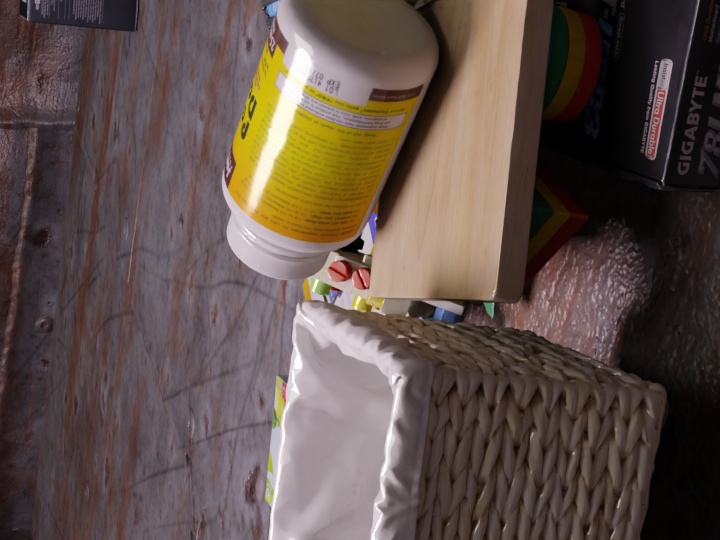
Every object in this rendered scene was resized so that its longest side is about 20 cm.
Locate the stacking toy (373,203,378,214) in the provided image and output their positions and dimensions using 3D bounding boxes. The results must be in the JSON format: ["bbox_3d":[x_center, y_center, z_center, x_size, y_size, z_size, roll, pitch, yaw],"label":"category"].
[{"bbox_3d":[-0.012,-0.118,1.100,0.200,0.116,0.110,-117,36,-45],"label":"stacking toy"}]

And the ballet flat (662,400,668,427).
[{"bbox_3d":[0.143,0.108,0.785,0.062,0.067,0.200,64,162,-5],"label":"ballet flat"}]

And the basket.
[{"bbox_3d":[0.047,0.133,0.689,0.198,0.160,0.201,-156,74,-71],"label":"basket"}]

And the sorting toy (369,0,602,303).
[{"bbox_3d":[0.082,-0.077,0.783,0.199,0.069,0.201,178,99,-70],"label":"sorting toy"}]

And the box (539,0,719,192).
[{"bbox_3d":[0.164,-0.165,0.750,0.198,0.050,0.201,-140,54,-64],"label":"box"}]

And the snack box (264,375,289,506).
[{"bbox_3d":[-0.038,0.201,1.213,0.200,0.053,0.143,-148,61,-65],"label":"snack box"}]

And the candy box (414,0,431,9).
[{"bbox_3d":[0.025,-0.219,0.979,0.061,0.136,0.201,-135,51,-59],"label":"candy box"}]

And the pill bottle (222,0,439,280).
[{"bbox_3d":[-0.029,-0.089,0.828,0.109,0.109,0.200,-109,33,-41],"label":"pill bottle"}]

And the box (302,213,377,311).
[{"bbox_3d":[0.001,0.012,1.153,0.200,0.041,0.119,126,140,-50],"label":"box"}]

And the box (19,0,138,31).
[{"bbox_3d":[-0.528,-0.514,2.279,0.148,0.199,0.107,-144,57,-65],"label":"box"}]

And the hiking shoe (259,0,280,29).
[{"bbox_3d":[-0.054,-0.207,0.904,0.200,0.074,0.087,52,130,33],"label":"hiking shoe"}]

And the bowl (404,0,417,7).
[{"bbox_3d":[0.053,-0.287,0.821,0.200,0.108,0.200,-52,5,7],"label":"bowl"}]

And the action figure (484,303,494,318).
[{"bbox_3d":[0.070,-0.055,0.960,0.200,0.055,0.118,40,125,57],"label":"action figure"}]

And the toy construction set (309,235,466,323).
[{"bbox_3d":[0.000,0.000,0.994,0.200,0.131,0.092,38,105,14],"label":"toy construction set"}]
